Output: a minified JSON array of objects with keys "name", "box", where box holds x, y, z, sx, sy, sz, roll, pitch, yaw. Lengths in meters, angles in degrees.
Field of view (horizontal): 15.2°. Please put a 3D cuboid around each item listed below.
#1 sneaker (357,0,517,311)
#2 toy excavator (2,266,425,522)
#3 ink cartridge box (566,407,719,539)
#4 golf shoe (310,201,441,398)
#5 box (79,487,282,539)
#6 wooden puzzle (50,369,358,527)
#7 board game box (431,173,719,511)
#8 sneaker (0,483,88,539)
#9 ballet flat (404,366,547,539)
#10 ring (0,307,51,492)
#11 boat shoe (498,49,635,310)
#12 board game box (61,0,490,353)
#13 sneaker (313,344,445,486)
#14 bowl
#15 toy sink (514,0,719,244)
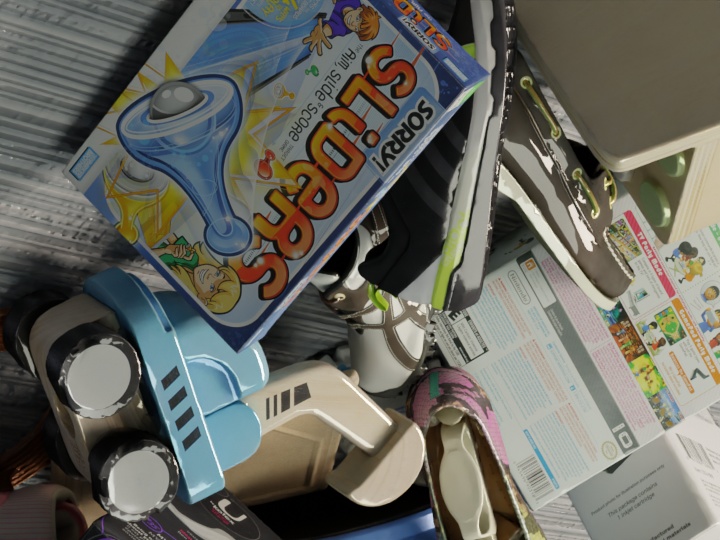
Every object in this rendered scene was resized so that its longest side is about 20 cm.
[{"name":"sneaker","box":[0.036,-0.070,1.455,0.082,0.072,0.202,9,106,6]},{"name":"toy excavator","box":[-0.073,0.072,1.503,0.199,0.100,0.196,-25,112,-18]},{"name":"ink cartridge box","box":[0.187,0.119,1.793,0.084,0.201,0.146,-36,150,17]},{"name":"golf shoe","box":[0.000,0.000,1.578,0.094,0.078,0.201,-10,136,-21]},{"name":"box","box":[-0.107,0.203,1.528,0.106,0.122,0.200,-50,171,13]},{"name":"wooden puzzle","box":[-0.101,0.111,1.644,0.184,0.037,0.200,-11,159,-13]},{"name":"board game box","box":[0.152,0.032,1.676,0.199,0.148,0.064,-30,-168,0]},{"name":"sneaker","box":[-0.213,0.180,1.604,0.104,0.076,0.200,-6,159,-8]},{"name":"ballet flat","box":[0.074,0.156,1.632,0.069,0.201,0.071,-16,-163,13]},{"name":"ring","box":[-0.233,0.092,1.553,0.199,0.019,0.201,-23,149,-14]},{"name":"boat shoe","box":[0.114,-0.051,1.560,0.060,0.072,0.201,-39,132,4]},{"name":"board game box","box":[-0.046,-0.073,1.353,0.200,0.135,0.034,-49,172,29]},{"name":"sneaker","box":[0.044,0.105,1.756,0.199,0.087,0.075,3,136,-46]},{"name":"bowl","box":[-0.010,0.169,1.743,0.199,0.040,0.201,-12,-173,2]},{"name":"toy sink","box":[0.188,-0.105,1.521,0.199,0.131,0.112,-21,150,-18]}]
